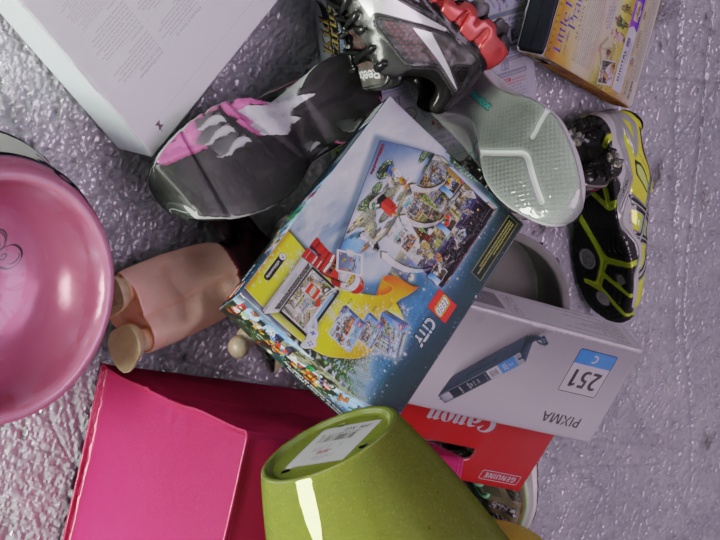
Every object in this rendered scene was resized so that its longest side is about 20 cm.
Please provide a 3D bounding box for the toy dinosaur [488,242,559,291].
[{"bbox_3d":[0.102,0.032,1.331,0.200,0.101,0.137,-49,148,-47],"label":"toy dinosaur"}]

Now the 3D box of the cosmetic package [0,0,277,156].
[{"bbox_3d":[-0.137,-0.204,1.083,0.201,0.051,0.151,-53,128,-18],"label":"cosmetic package"}]

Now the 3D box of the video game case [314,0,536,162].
[{"bbox_3d":[0.056,-0.175,1.263,0.199,0.045,0.183,-21,115,-36],"label":"video game case"}]

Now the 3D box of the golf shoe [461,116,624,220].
[{"bbox_3d":[0.139,-0.067,1.317,0.199,0.088,0.078,-14,68,-48],"label":"golf shoe"}]

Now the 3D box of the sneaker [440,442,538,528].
[{"bbox_3d":[0.106,0.157,1.376,0.088,0.077,0.202,-5,117,-19],"label":"sneaker"}]

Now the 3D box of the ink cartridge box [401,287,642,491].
[{"bbox_3d":[0.100,0.104,1.250,0.198,0.045,0.177,14,115,-31],"label":"ink cartridge box"}]

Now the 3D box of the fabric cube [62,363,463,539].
[{"bbox_3d":[-0.079,0.192,1.136,0.198,0.199,0.198,11,95,-40],"label":"fabric cube"}]

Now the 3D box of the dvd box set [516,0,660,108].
[{"bbox_3d":[0.203,-0.231,1.353,0.199,0.029,0.148,12,92,-59],"label":"dvd box set"}]

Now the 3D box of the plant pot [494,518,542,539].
[{"bbox_3d":[0.101,0.294,1.344,0.200,0.199,0.143,39,51,-40],"label":"plant pot"}]

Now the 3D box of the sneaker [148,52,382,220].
[{"bbox_3d":[-0.073,-0.085,1.143,0.199,0.086,0.081,-27,94,-37],"label":"sneaker"}]

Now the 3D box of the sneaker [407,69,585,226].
[{"bbox_3d":[0.114,-0.099,1.181,0.070,0.201,0.080,-44,139,9],"label":"sneaker"}]

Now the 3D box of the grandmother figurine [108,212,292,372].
[{"bbox_3d":[-0.101,0.002,1.164,0.199,0.060,0.123,-20,101,-39],"label":"grandmother figurine"}]

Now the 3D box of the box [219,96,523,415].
[{"bbox_3d":[0.012,-0.004,1.096,0.136,0.038,0.201,43,58,-11],"label":"box"}]

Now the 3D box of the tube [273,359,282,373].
[{"bbox_3d":[0.000,0.000,1.255,0.200,0.052,0.058,-44,121,-24],"label":"tube"}]

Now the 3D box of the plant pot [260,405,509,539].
[{"bbox_3d":[0.019,0.194,0.990,0.186,0.186,0.202,-32,104,-31],"label":"plant pot"}]

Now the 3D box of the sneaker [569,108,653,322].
[{"bbox_3d":[0.238,-0.049,1.437,0.076,0.075,0.202,-24,118,-37],"label":"sneaker"}]

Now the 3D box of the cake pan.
[{"bbox_3d":[0.068,0.044,1.246,0.198,0.037,0.202,-12,127,-16],"label":"cake pan"}]

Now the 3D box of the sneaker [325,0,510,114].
[{"bbox_3d":[0.011,-0.184,1.120,0.200,0.071,0.098,37,83,-21],"label":"sneaker"}]

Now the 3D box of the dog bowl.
[{"bbox_3d":[-0.246,0.011,1.026,0.199,0.073,0.203,-11,107,-39],"label":"dog bowl"}]
